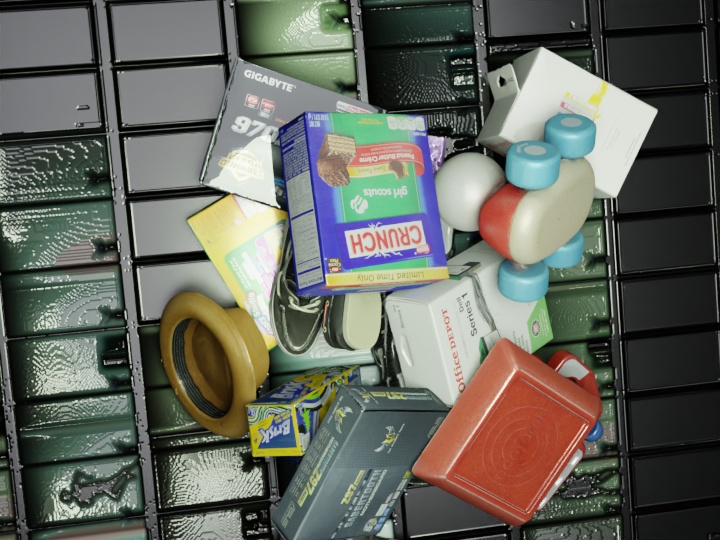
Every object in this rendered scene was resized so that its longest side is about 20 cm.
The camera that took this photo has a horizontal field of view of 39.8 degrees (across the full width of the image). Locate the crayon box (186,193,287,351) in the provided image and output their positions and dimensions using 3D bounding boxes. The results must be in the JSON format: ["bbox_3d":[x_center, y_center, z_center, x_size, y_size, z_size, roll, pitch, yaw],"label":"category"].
[{"bbox_3d":[-0.124,-0.012,1.289,0.118,0.058,0.201,-31,97,-5],"label":"crayon box"}]

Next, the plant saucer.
[{"bbox_3d":[0.192,0.211,1.227,0.199,0.037,0.200,32,93,-30],"label":"plant saucer"}]

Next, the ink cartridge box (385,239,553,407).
[{"bbox_3d":[0.141,0.063,1.265,0.199,0.084,0.147,-30,113,-34],"label":"ink cartridge box"}]

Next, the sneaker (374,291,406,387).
[{"bbox_3d":[0.063,0.100,1.317,0.079,0.074,0.202,-5,85,-26],"label":"sneaker"}]

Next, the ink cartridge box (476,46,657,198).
[{"bbox_3d":[0.253,-0.193,1.295,0.199,0.129,0.126,26,90,-8],"label":"ink cartridge box"}]

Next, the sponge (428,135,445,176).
[{"bbox_3d":[0.008,-0.126,1.287,0.198,0.030,0.113,7,91,9],"label":"sponge"}]

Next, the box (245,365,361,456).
[{"bbox_3d":[-0.065,0.171,1.235,0.069,0.200,0.065,-5,95,23],"label":"box"}]

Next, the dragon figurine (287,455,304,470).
[{"bbox_3d":[-0.012,0.229,1.280,0.099,0.199,0.059,-32,98,-44],"label":"dragon figurine"}]

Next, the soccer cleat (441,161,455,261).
[{"bbox_3d":[0.092,-0.045,1.320,0.073,0.068,0.202,11,93,11],"label":"soccer cleat"}]

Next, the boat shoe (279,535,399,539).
[{"bbox_3d":[-0.011,0.364,1.324,0.198,0.072,0.065,7,98,-2],"label":"boat shoe"}]

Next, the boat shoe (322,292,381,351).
[{"bbox_3d":[-0.002,-0.001,1.224,0.073,0.063,0.203,21,73,-36],"label":"boat shoe"}]

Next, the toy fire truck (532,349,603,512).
[{"bbox_3d":[0.248,0.213,1.343,0.168,0.112,0.200,39,88,-33],"label":"toy fire truck"}]

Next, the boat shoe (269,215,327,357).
[{"bbox_3d":[-0.074,0.021,1.219,0.070,0.064,0.202,2,111,-8],"label":"boat shoe"}]

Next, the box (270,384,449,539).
[{"bbox_3d":[0.001,0.231,1.183,0.157,0.051,0.201,10,114,-46],"label":"box"}]

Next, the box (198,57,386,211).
[{"bbox_3d":[-0.084,-0.153,1.233,0.198,0.046,0.160,18,91,-11],"label":"box"}]

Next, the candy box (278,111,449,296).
[{"bbox_3d":[0.003,-0.077,1.156,0.168,0.077,0.202,-4,83,-31],"label":"candy box"}]

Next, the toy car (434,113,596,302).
[{"bbox_3d":[0.164,-0.096,1.206,0.177,0.199,0.186,-36,136,-41],"label":"toy car"}]

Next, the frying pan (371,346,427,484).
[{"bbox_3d":[0.050,0.203,1.340,0.190,0.031,0.115,42,82,3],"label":"frying pan"}]

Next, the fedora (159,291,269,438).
[{"bbox_3d":[-0.173,0.111,1.257,0.082,0.200,0.202,-28,99,-42],"label":"fedora"}]
